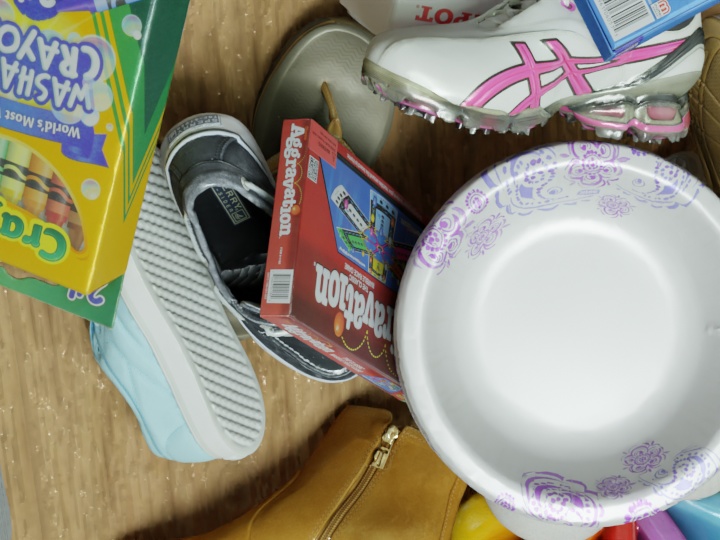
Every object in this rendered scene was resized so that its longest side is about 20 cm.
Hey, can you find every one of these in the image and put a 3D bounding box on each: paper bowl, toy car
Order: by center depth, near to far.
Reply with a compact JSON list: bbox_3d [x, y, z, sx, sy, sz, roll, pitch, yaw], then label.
[{"bbox_3d":[0.117,0.034,1.109,0.198,0.104,0.203,0,87,-2],"label":"paper bowl"},{"bbox_3d":[0.158,0.163,1.222,0.198,0.151,0.176,-17,151,-13],"label":"toy car"}]

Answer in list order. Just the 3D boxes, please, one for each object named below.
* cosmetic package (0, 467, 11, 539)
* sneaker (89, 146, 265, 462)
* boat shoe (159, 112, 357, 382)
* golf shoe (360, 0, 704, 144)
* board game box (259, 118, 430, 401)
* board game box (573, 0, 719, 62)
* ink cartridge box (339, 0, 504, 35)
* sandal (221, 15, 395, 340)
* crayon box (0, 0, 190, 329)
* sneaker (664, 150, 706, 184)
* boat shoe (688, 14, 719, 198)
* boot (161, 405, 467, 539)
[{"bbox_3d":[-0.268,0.123,1.033,0.165,0.200,0.169,-5,116,-5],"label":"cosmetic package"},{"bbox_3d":[-0.126,0.019,1.128,0.081,0.074,0.202,-14,102,30],"label":"sneaker"},{"bbox_3d":[-0.043,0.005,1.102,0.071,0.068,0.201,-25,131,5],"label":"boat shoe"},{"bbox_3d":[0.089,-0.117,1.050,0.198,0.073,0.093,-2,110,-31],"label":"golf shoe"},{"bbox_3d":[0.000,0.000,1.102,0.200,0.019,0.104,35,59,-63],"label":"board game box"},{"bbox_3d":[0.174,-0.216,0.997,0.199,0.045,0.153,-27,90,2],"label":"board game box"},{"bbox_3d":[0.085,-0.215,1.090,0.143,0.084,0.202,6,111,-22],"label":"ink cartridge box"},{"bbox_3d":[-0.035,-0.042,1.141,0.080,0.054,0.201,21,105,-25],"label":"sandal"},{"bbox_3d":[-0.168,-0.075,1.044,0.125,0.052,0.202,20,110,13],"label":"crayon box"},{"bbox_3d":[0.172,0.038,1.242,0.118,0.074,0.201,38,97,-31],"label":"sneaker"},{"bbox_3d":[0.229,-0.066,1.139,0.069,0.071,0.201,-22,132,-6],"label":"boat shoe"},{"bbox_3d":[-0.037,0.145,1.210,0.145,0.199,0.071,-67,151,-25],"label":"boot"}]
